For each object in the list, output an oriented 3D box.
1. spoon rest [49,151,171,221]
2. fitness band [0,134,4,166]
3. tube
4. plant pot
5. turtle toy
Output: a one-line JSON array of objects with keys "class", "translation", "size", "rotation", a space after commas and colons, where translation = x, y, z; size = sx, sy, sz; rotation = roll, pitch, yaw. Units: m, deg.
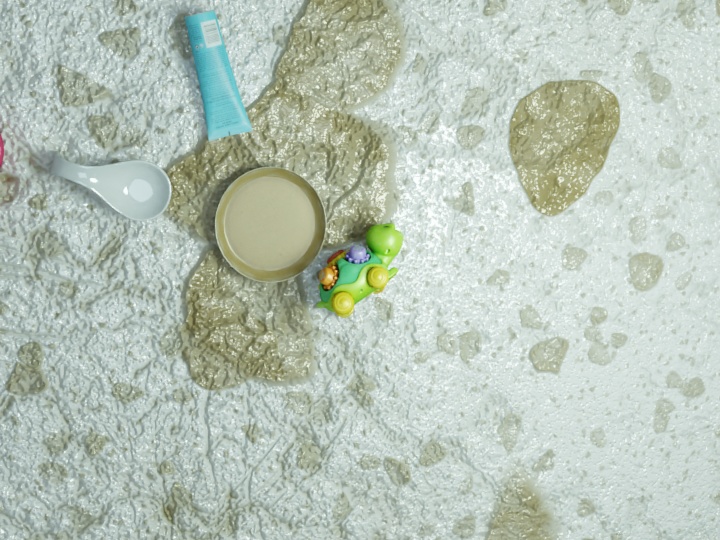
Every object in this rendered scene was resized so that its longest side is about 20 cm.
[{"class": "spoon rest", "translation": [-0.411, -0.145, 1.251], "size": [0.196, 0.061, 0.101], "rotation": [15, 98, -15]}, {"class": "fitness band", "translation": [-0.657, -0.168, 1.204], "size": [0.142, 0.037, 0.202], "rotation": [33, 93, -20]}, {"class": "tube", "translation": [-0.241, -0.324, 1.265], "size": [0.076, 0.050, 0.204], "rotation": [-14, 108, -6]}, {"class": "plant pot", "translation": [-0.158, -0.081, 1.340], "size": [0.195, 0.027, 0.205], "rotation": [-2, 101, -13]}, {"class": "turtle toy", "translation": [0.000, 0.000, 1.346], "size": [0.199, 0.146, 0.102], "rotation": [-36, 85, -4]}]
